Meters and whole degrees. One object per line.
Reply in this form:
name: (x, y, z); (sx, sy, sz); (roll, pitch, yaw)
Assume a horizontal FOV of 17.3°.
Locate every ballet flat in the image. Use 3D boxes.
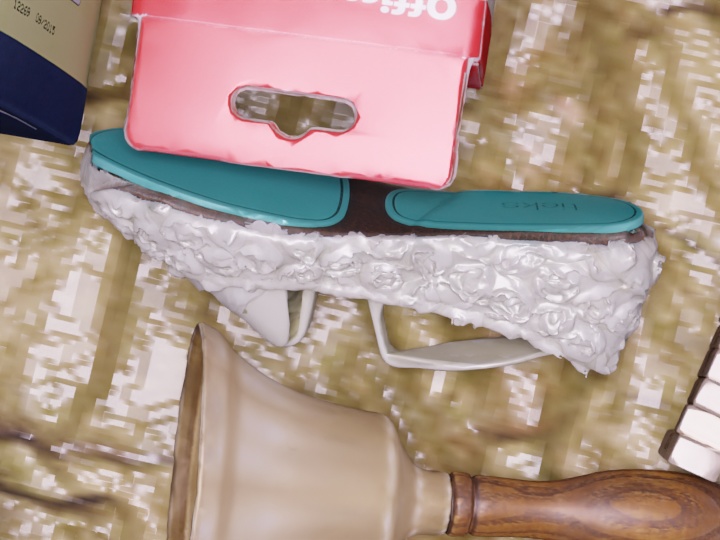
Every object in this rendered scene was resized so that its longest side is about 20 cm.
ballet flat: (0.000, 0.000, 0.790); (0.199, 0.072, 0.072); (9, 87, 5)

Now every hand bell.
hand bell: (0.039, 0.077, 0.784); (0.199, 0.104, 0.105); (5, 87, -9)

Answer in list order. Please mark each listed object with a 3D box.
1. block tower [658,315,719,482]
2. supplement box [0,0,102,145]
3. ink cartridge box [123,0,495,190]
block tower: (0.163, -0.019, 0.783); (0.058, 0.054, 0.201); (24, 90, 6)
supplement box: (-0.174, -0.159, 0.714); (0.199, 0.134, 0.201); (11, 88, 4)
ink cartridge box: (-0.008, -0.130, 0.794); (0.116, 0.067, 0.201); (8, 87, 5)
